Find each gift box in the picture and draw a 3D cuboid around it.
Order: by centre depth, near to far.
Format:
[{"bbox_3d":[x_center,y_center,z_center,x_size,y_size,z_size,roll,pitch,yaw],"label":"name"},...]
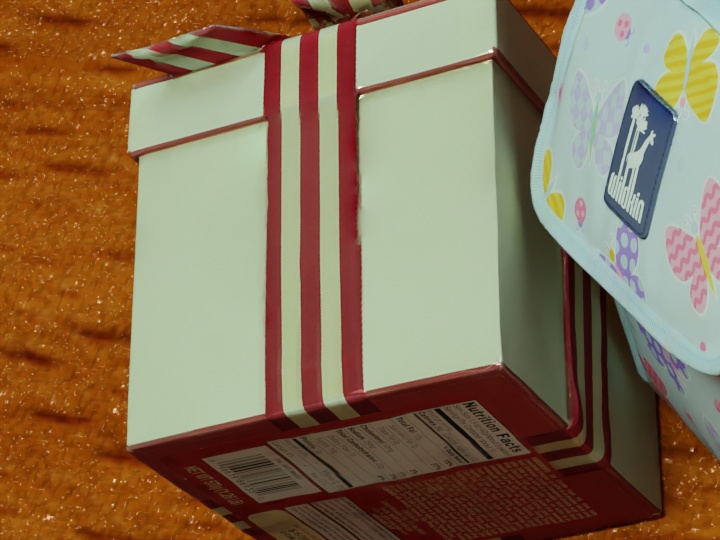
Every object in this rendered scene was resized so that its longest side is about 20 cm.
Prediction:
[{"bbox_3d":[0.000,0.000,1.021,0.200,0.185,0.187,-10,60,20],"label":"gift box"}]

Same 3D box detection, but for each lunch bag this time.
[{"bbox_3d":[0.143,-0.012,0.895,0.127,0.200,0.170,-28,36,-6],"label":"lunch bag"}]
